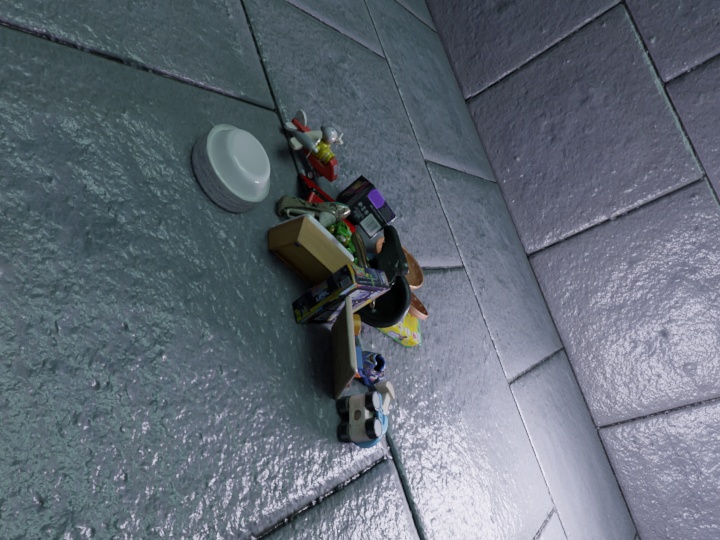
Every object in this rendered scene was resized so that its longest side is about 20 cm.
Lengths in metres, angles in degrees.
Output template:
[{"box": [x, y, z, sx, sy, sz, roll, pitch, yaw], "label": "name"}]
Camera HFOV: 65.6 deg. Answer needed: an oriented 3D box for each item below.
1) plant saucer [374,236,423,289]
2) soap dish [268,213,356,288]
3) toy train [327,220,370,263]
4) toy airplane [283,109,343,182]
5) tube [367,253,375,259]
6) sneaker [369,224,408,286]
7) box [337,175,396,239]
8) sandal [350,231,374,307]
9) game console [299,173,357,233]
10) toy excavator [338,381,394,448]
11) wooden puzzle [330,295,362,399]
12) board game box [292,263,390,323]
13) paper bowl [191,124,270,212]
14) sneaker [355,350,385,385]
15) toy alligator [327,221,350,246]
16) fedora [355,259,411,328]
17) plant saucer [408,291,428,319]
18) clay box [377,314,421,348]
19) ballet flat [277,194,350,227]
[{"box": [0.116, -0.018, 1.760, 0.197, 0.037, 0.203, 33, 31, -22], "label": "plant saucer"}, {"box": [-0.126, -0.043, 1.403, 0.200, 0.155, 0.083, 43, 55, -30], "label": "soap dish"}, {"box": [-0.034, -0.077, 1.593, 0.202, 0.056, 0.042, 54, -2, -32], "label": "toy train"}, {"box": [-0.130, -0.385, 1.643, 0.197, 0.139, 0.205, 33, 43, -40], "label": "toy airplane"}, {"box": [0.092, -0.026, 1.818, 0.077, 0.051, 0.197, 39, 19, 31], "label": "tube"}, {"box": [0.068, -0.039, 1.556, 0.101, 0.061, 0.204, -10, 57, -14], "label": "sneaker"}, {"box": [0.017, -0.196, 1.692, 0.123, 0.105, 0.200, 51, 3, -21], "label": "box"}, {"box": [0.000, 0.000, 1.486, 0.080, 0.052, 0.206, -64, 138, -78], "label": "sandal"}, {"box": [-0.115, -0.158, 1.625, 0.198, 0.117, 0.177, 35, 72, -38], "label": "game console"}, {"box": [0.031, 0.361, 1.425, 0.200, 0.097, 0.200, 47, 35, -50], "label": "toy excavator"}, {"box": [-0.031, 0.190, 1.356, 0.045, 0.202, 0.190, 3, 58, -13], "label": "wooden puzzle"}, {"box": [-0.047, 0.063, 1.394, 0.163, 0.198, 0.058, 8, 54, -55], "label": "board game box"}, {"box": [-0.294, -0.252, 1.334, 0.200, 0.103, 0.205, 38, 39, -39], "label": "paper bowl"}, {"box": [0.035, 0.258, 1.476, 0.200, 0.076, 0.078, 38, 42, -65], "label": "sneaker"}, {"box": [-0.051, -0.101, 1.451, 0.058, 0.055, 0.200, 28, -3, -9], "label": "toy alligator"}, {"box": [0.052, 0.072, 1.606, 0.092, 0.195, 0.206, 66, 6, -77], "label": "fedora"}, {"box": [0.134, 0.081, 1.756, 0.199, 0.032, 0.201, 42, 11, -10], "label": "plant saucer"}, {"box": [0.116, 0.157, 1.725, 0.199, 0.047, 0.118, 37, 38, -40], "label": "clay box"}, {"box": [-0.126, -0.147, 1.475, 0.193, 0.069, 0.077, 11, 54, 1], "label": "ballet flat"}]
